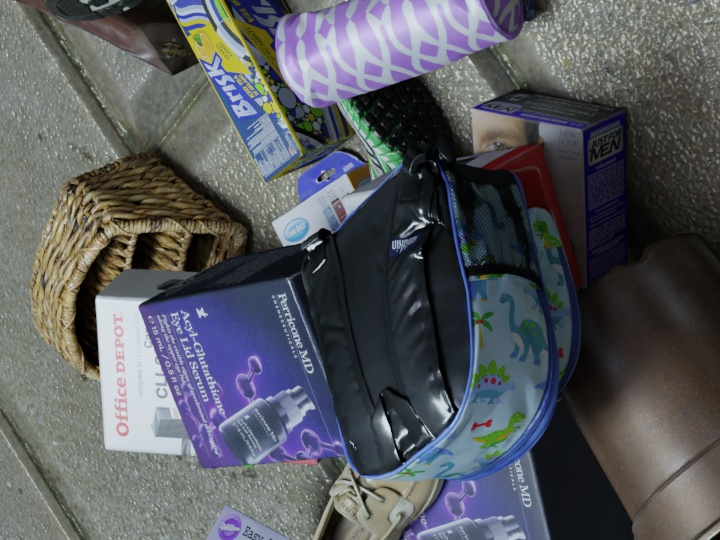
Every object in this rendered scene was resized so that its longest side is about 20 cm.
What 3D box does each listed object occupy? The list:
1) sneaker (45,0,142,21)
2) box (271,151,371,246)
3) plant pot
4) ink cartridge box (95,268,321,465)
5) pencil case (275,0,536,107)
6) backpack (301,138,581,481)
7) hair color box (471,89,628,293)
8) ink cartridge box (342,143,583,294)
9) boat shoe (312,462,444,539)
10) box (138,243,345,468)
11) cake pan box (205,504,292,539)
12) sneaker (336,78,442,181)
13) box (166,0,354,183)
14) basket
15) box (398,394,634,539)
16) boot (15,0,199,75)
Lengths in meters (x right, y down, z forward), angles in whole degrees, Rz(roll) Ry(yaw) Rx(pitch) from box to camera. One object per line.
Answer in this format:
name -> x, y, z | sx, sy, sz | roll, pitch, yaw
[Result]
sneaker -> -0.199, -0.299, 1.788 | 0.077, 0.200, 0.089 | 44, -177, -44
box -> 0.000, 0.000, 1.790 | 0.119, 0.041, 0.201 | -31, 88, 48
plant pot -> 0.239, 0.095, 1.482 | 0.199, 0.199, 0.201 | 55, 137, 19
ink cartridge box -> -0.123, 0.082, 1.795 | 0.198, 0.084, 0.145 | 3, 107, 15
pencil case -> 0.030, -0.192, 1.595 | 0.199, 0.084, 0.086 | -17, 62, 27
backpack -> 0.064, 0.044, 1.442 | 0.183, 0.146, 0.201 | -39, 50, 45
hair color box -> 0.148, -0.031, 1.606 | 0.109, 0.065, 0.201 | 14, 117, 40
ink cartridge box -> 0.091, -0.025, 1.567 | 0.199, 0.067, 0.117 | -7, 106, 45
boat shoe -> 0.010, 0.186, 1.690 | 0.072, 0.065, 0.201 | 47, 134, 21
box -> -0.057, 0.064, 1.621 | 0.199, 0.104, 0.149 | -12, 103, 48
cake pan box -> -0.025, 0.293, 1.864 | 0.199, 0.053, 0.184 | 22, 166, 39
sneaker -> 0.028, -0.085, 1.692 | 0.085, 0.078, 0.201 | -36, 82, 48
box -> -0.090, -0.182, 1.772 | 0.064, 0.070, 0.201 | -32, 85, 46
basket -> -0.213, 0.016, 1.937 | 0.149, 0.142, 0.201 | 39, 132, 27
box -> 0.109, 0.168, 1.709 | 0.199, 0.104, 0.149 | -3, 106, 47
boot -> -0.250, -0.238, 1.840 | 0.200, 0.186, 0.065 | 34, 107, 34
